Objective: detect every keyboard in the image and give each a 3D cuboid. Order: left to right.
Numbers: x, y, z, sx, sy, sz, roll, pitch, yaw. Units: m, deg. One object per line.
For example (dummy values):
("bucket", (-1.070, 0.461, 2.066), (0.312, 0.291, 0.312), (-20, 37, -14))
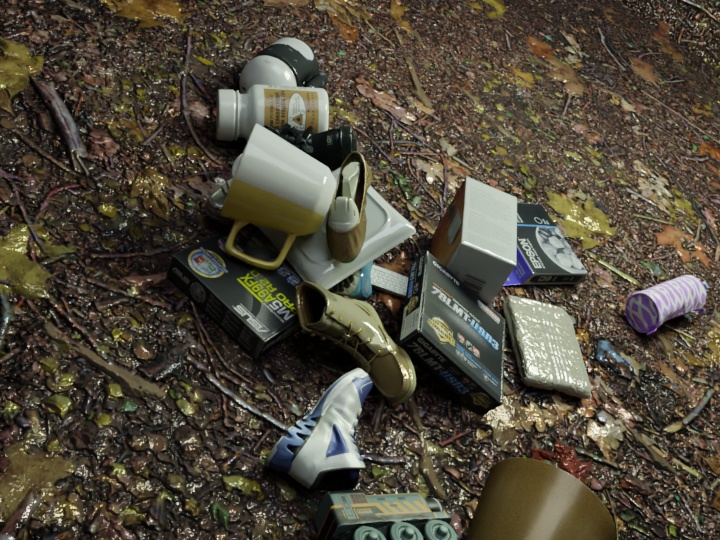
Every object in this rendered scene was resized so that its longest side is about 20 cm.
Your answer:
("keyboard", (0.000, 0.000, 1.619), (0.197, 0.011, 0.057), (20, 39, -12))

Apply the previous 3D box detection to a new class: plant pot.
("plant pot", (0.204, 0.378, 1.213), (0.185, 0.187, 0.200), (35, 51, 8))

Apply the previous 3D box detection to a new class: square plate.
("square plate", (-0.044, -0.078, 1.531), (0.197, 0.029, 0.200), (-32, 54, -16))

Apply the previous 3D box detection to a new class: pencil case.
("pencil case", (0.605, 0.067, 1.870), (0.198, 0.084, 0.087), (-13, 77, -39))

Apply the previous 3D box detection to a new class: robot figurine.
("robot figurine", (-0.155, -0.377, 1.853), (0.125, 0.149, 0.200), (53, 36, -13))

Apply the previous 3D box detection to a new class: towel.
("towel", (0.322, 0.132, 1.656), (0.131, 0.035, 0.202), (14, 42, -17))

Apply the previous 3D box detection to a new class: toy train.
("toy train", (0.035, 0.336, 1.218), (0.197, 0.086, 0.114), (4, 35, -29))

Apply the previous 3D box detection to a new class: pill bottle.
("pill bottle", (-0.162, -0.280, 1.729), (0.197, 0.115, 0.115), (1, 44, -12))

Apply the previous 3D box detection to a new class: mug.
("mug", (-0.128, -0.113, 1.475), (0.151, 0.188, 0.150), (22, 25, -9))

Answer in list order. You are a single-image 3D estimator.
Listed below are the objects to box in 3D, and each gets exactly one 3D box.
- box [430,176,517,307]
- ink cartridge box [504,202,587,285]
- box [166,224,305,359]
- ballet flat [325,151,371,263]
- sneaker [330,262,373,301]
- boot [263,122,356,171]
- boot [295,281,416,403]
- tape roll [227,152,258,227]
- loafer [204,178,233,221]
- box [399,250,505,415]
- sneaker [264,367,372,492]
("box", (0.196, -0.037, 1.667), (0.105, 0.153, 0.201), (21, 38, -8))
("ink cartridge box", (0.318, -0.055, 1.852), (0.197, 0.044, 0.200), (-1, 48, -31))
("box", (-0.173, 0.026, 1.455), (0.200, 0.045, 0.160), (41, 39, 15))
("ballet flat", (-0.019, -0.109, 1.486), (0.067, 0.073, 0.202), (3, 53, 12))
("sneaker", (-0.024, -0.028, 1.579), (0.090, 0.078, 0.202), (38, 33, -44))
("boot", (-0.088, -0.205, 1.660), (0.160, 0.198, 0.075), (-2, 80, 5))
("boot", (-0.010, 0.104, 1.404), (0.155, 0.073, 0.201), (27, 26, -47))
("tape roll", (-0.136, -0.139, 1.668), (0.200, 0.037, 0.204), (17, 41, -15))
("loafer", (-0.165, -0.140, 1.568), (0.198, 0.063, 0.072), (-19, 62, -31))
("box", (0.152, 0.098, 1.524), (0.200, 0.049, 0.200), (41, 35, -21))
("sneaker", (-0.032, 0.236, 1.294), (0.115, 0.081, 0.199), (40, 46, 8))
